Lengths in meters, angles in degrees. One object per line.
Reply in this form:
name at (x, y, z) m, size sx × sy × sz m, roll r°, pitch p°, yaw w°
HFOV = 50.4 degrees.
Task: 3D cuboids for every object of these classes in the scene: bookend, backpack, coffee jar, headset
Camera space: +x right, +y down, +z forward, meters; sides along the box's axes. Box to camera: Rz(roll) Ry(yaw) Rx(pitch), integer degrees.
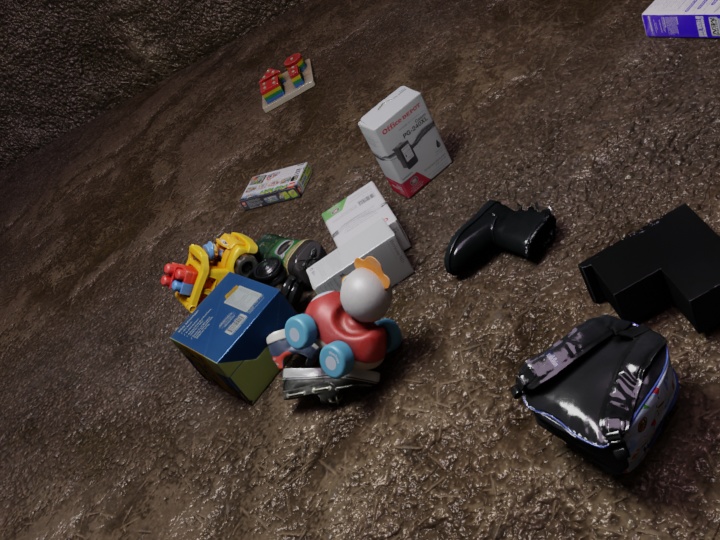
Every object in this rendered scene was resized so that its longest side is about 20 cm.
bookend at (0.476, 0.027, 1.184) m, size 0.196 × 0.093 × 0.202 m, roll -30°, pitch 36°, yaw 8°
backpack at (0.348, 0.168, 1.070) m, size 0.191 × 0.155 × 0.199 m, roll -49°, pitch 43°, yaw -9°
coffee jar at (-0.167, -0.024, 1.772) m, size 0.197 × 0.086 × 0.105 m, roll 10°, pitch 51°, yaw 46°
headset at (-0.166, 0.015, 1.665) m, size 0.198 × 0.123 × 0.095 m, roll -30°, pitch 25°, yaw 46°

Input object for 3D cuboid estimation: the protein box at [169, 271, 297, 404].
protein box at (-0.253, 0.136, 1.607) m, size 0.197 × 0.136 × 0.199 m, roll 15°, pitch 57°, yaw 47°

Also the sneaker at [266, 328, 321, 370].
sneaker at (-0.086, 0.145, 1.530) m, size 0.195 × 0.087 × 0.075 m, roll -16°, pitch -6°, yaw -8°

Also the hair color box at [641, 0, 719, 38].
hair color box at (0.747, -0.577, 1.711) m, size 0.109 × 0.065 × 0.198 m, roll -44°, pitch 34°, yaw -16°

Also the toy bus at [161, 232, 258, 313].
toy bus at (-0.349, 0.003, 1.745) m, size 0.135 × 0.189 × 0.205 m, roll 30°, pitch 101°, yaw 53°

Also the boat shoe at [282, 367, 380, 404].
boat shoe at (-0.055, 0.215, 1.423) m, size 0.195 × 0.070 × 0.066 m, roll -5°, pitch 75°, yaw 23°

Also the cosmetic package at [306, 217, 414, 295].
cosmetic package at (0.000, 0.000, 1.587) m, size 0.198 × 0.114 × 0.082 m, roll -34°, pitch 35°, yaw 3°

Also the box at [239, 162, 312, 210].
box at (-0.235, -0.233, 2.121) m, size 0.196 × 0.035 × 0.112 m, roll -10°, pitch 42°, yaw 31°

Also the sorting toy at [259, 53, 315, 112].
sorting toy at (-0.260, -0.653, 2.612) m, size 0.196 × 0.070 × 0.201 m, roll -27°, pitch 35°, yaw 11°

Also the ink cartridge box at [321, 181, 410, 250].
ink cartridge box at (0.010, -0.091, 1.709) m, size 0.144 × 0.085 × 0.201 m, roll -32°, pitch 35°, yaw 3°

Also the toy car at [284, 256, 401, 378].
toy car at (-0.010, 0.055, 1.375) m, size 0.175 × 0.204 × 0.182 m, roll 33°, pitch 29°, yaw 28°

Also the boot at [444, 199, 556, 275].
boot at (0.272, -0.055, 1.471) m, size 0.161 × 0.074 × 0.199 m, roll 21°, pitch 61°, yaw 46°

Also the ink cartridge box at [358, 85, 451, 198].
ink cartridge box at (0.105, -0.297, 1.776) m, size 0.144 × 0.202 × 0.083 m, roll -39°, pitch 35°, yaw -9°
